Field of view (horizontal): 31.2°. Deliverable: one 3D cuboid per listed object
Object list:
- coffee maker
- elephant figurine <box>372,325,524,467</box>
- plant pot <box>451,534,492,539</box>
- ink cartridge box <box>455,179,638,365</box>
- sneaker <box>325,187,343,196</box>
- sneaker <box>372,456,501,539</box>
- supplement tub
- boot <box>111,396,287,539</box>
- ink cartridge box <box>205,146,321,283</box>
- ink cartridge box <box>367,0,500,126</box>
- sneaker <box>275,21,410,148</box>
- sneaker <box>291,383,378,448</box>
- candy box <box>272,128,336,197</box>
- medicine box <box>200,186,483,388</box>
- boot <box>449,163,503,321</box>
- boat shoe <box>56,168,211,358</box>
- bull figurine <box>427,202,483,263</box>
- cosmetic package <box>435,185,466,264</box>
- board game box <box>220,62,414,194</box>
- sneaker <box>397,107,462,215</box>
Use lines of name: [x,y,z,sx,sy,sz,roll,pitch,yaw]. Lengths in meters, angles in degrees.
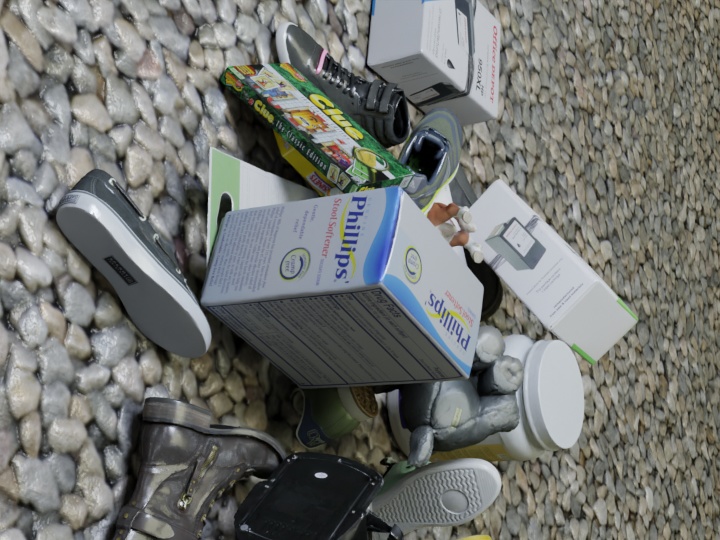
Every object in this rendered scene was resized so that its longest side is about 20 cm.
coffee maker: [-0.057,0.302,1.204,0.191,0.134,0.202,-26,126,-33]
elephant figurine: [0.082,0.129,1.374,0.153,0.200,0.143,-2,85,-21]
plant pot: [0.108,0.402,1.423,0.200,0.199,0.191,14,57,-55]
ink cartridge box: [0.223,0.001,1.557,0.145,0.084,0.200,35,13,-52]
sneaker: [0.000,0.000,1.377,0.079,0.078,0.202,-82,170,-73]
sneaker: [0.078,0.227,1.403,0.074,0.199,0.118,56,34,-10]
supplement tub: [0.147,0.152,1.516,0.145,0.198,0.147,18,68,-54]
boot: [-0.154,0.220,1.170,0.199,0.069,0.176,30,64,-46]
ink cartridge box: [-0.108,-0.028,1.297,0.199,0.048,0.147,18,68,-55]
ink cartridge box: [0.099,-0.290,1.645,0.199,0.083,0.146,30,59,-52]
sneaker: [-0.012,-0.208,1.442,0.200,0.098,0.071,52,44,-37]
sneaker: [-0.038,0.114,1.360,0.067,0.090,0.201,48,13,-23]
candy box: [-0.033,-0.104,1.414,0.200,0.026,0.103,45,19,-43]
medicine box: [-0.013,0.023,1.204,0.182,0.198,0.104,46,46,-46]
boot: [0.120,-0.058,1.641,0.183,0.072,0.201,-82,153,-47]
boat shoe: [-0.190,-0.005,1.149,0.201,0.068,0.057,55,41,-32]
bull figurine: [0.067,0.011,1.466,0.065,0.121,0.202,28,75,-38]
cosmetic package: [0.080,-0.025,1.558,0.082,0.050,0.202,-19,100,-27]
board game box: [-0.044,-0.147,1.323,0.200,0.024,0.104,43,28,21]
sneaker: [0.079,-0.128,1.463,0.073,0.081,0.201,25,44,-1]
